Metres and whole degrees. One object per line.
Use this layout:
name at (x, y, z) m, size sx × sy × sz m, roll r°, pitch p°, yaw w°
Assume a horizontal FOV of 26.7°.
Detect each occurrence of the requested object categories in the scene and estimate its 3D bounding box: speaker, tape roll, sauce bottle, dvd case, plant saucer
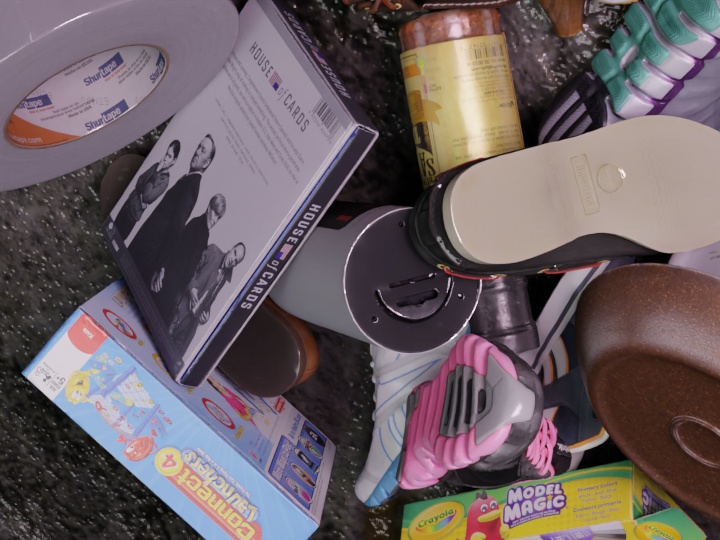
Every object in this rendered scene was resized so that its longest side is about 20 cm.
speaker at (0.000, 0.000, 0.900) m, size 0.081 × 0.200 × 0.082 m, roll -1°, pitch 94°, yaw -17°
tape roll at (-0.171, -0.126, 0.875) m, size 0.200 × 0.200 × 0.066 m, roll -39°, pitch 74°, yaw 35°
sauce bottle at (0.067, -0.050, 0.884) m, size 0.066 × 0.066 × 0.202 m, roll -9°, pitch 90°, yaw 28°
dvd case at (-0.080, -0.052, 0.927) m, size 0.200 × 0.025 × 0.151 m, roll -53°, pitch 46°, yaw 22°
plant saucer at (0.192, 0.081, 0.815) m, size 0.200 × 0.037 × 0.201 m, roll 31°, pitch 152°, yaw 19°

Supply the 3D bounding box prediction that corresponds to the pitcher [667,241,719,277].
pitcher at (0.244, 0.061, 0.886) m, size 0.171 × 0.122 × 0.200 m, roll -16°, pitch 122°, yaw 46°

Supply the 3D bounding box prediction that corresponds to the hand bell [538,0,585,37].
hand bell at (0.097, -0.216, 0.817) m, size 0.103 × 0.104 × 0.201 m, roll -1°, pitch 130°, yaw 24°

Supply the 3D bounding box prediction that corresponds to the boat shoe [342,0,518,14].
boat shoe at (0.006, -0.174, 0.849) m, size 0.199 × 0.071 × 0.071 m, roll 16°, pitch 147°, yaw 32°

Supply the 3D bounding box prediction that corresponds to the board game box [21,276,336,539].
board game box at (-0.109, 0.094, 0.999) m, size 0.196 × 0.200 × 0.056 m, roll 42°, pitch 97°, yaw -3°

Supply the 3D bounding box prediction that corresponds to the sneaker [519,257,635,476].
sneaker at (0.141, 0.050, 0.940) m, size 0.079 × 0.078 × 0.201 m, roll 32°, pitch 137°, yaw 10°

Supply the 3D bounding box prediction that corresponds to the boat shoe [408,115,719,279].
boat shoe at (0.122, -0.039, 0.814) m, size 0.063 × 0.200 × 0.074 m, roll 167°, pitch 93°, yaw -66°

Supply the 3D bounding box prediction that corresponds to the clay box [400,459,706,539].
clay box at (0.139, 0.181, 1.006) m, size 0.199 × 0.048 × 0.115 m, roll -17°, pitch 139°, yaw 29°

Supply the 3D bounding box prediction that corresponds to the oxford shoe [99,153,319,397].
oxford shoe at (-0.103, 0.003, 1.031) m, size 0.071 × 0.071 × 0.200 m, roll -43°, pitch 79°, yaw 18°

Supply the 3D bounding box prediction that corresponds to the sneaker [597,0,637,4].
sneaker at (0.177, -0.206, 0.746) m, size 0.200 × 0.088 × 0.076 m, roll -37°, pitch 67°, yaw 19°

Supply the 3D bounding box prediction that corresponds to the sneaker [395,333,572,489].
sneaker at (0.083, 0.092, 0.876) m, size 0.095 × 0.080 × 0.200 m, roll 15°, pitch 166°, yaw -6°

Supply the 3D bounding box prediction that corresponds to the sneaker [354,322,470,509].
sneaker at (0.034, 0.072, 1.012) m, size 0.086 × 0.075 × 0.201 m, roll 36°, pitch 121°, yaw 14°

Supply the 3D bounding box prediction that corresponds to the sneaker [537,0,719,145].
sneaker at (0.189, -0.117, 0.844) m, size 0.087 × 0.075 × 0.200 m, roll 24°, pitch 125°, yaw -30°
